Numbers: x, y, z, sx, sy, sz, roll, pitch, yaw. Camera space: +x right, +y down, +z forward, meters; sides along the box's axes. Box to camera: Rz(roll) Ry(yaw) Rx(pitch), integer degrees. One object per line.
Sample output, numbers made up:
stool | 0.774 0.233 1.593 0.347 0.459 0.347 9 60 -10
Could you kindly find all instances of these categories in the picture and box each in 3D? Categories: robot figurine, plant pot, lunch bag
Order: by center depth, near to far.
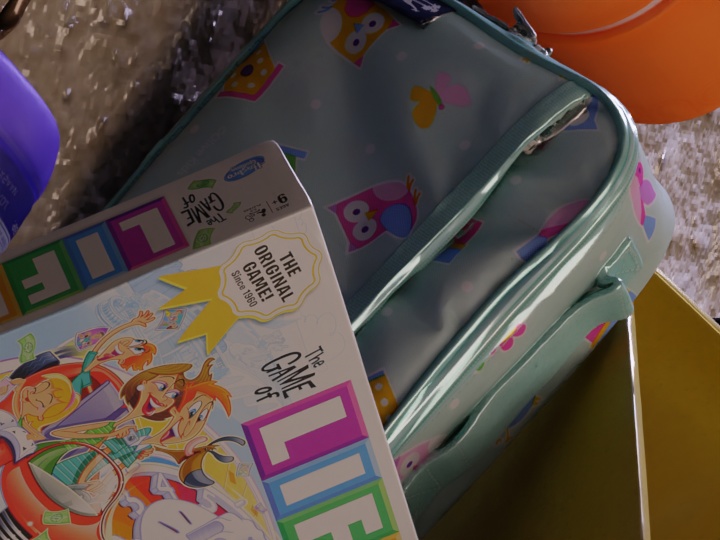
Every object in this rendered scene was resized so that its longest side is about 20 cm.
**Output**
lunch bag | 0.000 0.000 0.866 0.200 0.160 0.077 -49 142 -10
plant pot | 0.091 0.152 0.894 0.200 0.176 0.200 41 28 -23
robot figurine | 0.105 -0.132 1.047 0.200 0.144 0.117 34 58 -58

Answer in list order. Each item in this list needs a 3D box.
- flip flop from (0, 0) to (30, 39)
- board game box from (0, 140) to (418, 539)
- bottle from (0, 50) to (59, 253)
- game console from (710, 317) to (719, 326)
flip flop | -0.137 -0.071 0.681 0.200 0.081 0.058 -15 109 -35
board game box | -0.056 0.071 0.748 0.134 0.034 0.200 -23 131 -7
bottle | -0.162 0.018 0.726 0.084 0.065 0.200 50 60 -41
game console | 0.070 0.127 0.984 0.176 0.116 0.200 -29 119 -27
